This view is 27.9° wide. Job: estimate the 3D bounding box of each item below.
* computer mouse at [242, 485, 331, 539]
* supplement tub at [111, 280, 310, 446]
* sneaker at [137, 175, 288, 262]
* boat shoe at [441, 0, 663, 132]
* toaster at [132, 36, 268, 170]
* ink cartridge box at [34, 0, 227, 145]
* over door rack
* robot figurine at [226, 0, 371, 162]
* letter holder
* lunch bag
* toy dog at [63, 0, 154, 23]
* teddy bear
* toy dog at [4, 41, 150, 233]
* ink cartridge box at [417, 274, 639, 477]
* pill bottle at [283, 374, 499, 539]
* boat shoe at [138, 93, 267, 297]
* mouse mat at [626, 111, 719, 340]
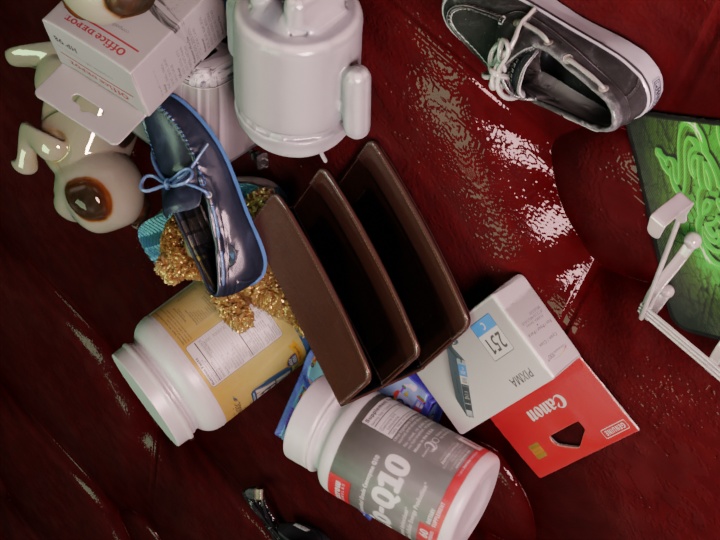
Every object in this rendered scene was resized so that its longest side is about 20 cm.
[{"bbox_3d":[-0.087,0.343,1.934,0.141,0.046,0.200,57,162,-14],"label":"computer mouse"},{"bbox_3d":[-0.154,0.081,1.572,0.145,0.199,0.145,49,166,17],"label":"supplement tub"},{"bbox_3d":[-0.153,-0.066,1.576,0.199,0.081,0.077,-13,110,38],"label":"sneaker"},{"bbox_3d":[0.126,-0.157,1.079,0.199,0.068,0.074,37,146,28],"label":"boat shoe"},{"bbox_3d":[-0.169,-0.189,1.428,0.200,0.113,0.130,36,144,25],"label":"toaster"},{"bbox_3d":[-0.204,-0.224,1.328,0.115,0.200,0.067,31,158,22],"label":"ink cartridge box"},{"bbox_3d":[0.274,0.028,1.032,0.148,0.067,0.200,42,169,20],"label":"over door rack"},{"bbox_3d":[-0.055,-0.180,1.270,0.169,0.113,0.201,39,147,26],"label":"robot figurine"},{"bbox_3d":[0.000,0.000,1.352,0.201,0.100,0.142,62,150,12],"label":"letter holder"},{"bbox_3d":[0.010,0.140,1.560,0.150,0.094,0.201,39,134,21],"label":"lunch bag"},{"bbox_3d":[-0.228,-0.308,1.219,0.139,0.194,0.201,-1,121,42],"label":"toy dog"},{"bbox_3d":[-0.111,-0.008,1.479,0.200,0.145,0.067,38,-176,-2],"label":"teddy bear"},{"bbox_3d":[-0.285,-0.141,1.584,0.192,0.139,0.202,-5,84,17],"label":"toy dog"},{"bbox_3d":[0.147,0.115,1.358,0.177,0.045,0.200,53,151,4],"label":"ink cartridge box"},{"bbox_3d":[0.029,0.191,1.450,0.199,0.114,0.114,26,142,19],"label":"pill bottle"},{"bbox_3d":[-0.154,-0.070,1.366,0.084,0.068,0.201,-23,99,52],"label":"boat shoe"},{"bbox_3d":[0.276,-0.022,1.068,0.160,0.008,0.201,15,132,48],"label":"mouse mat"}]
